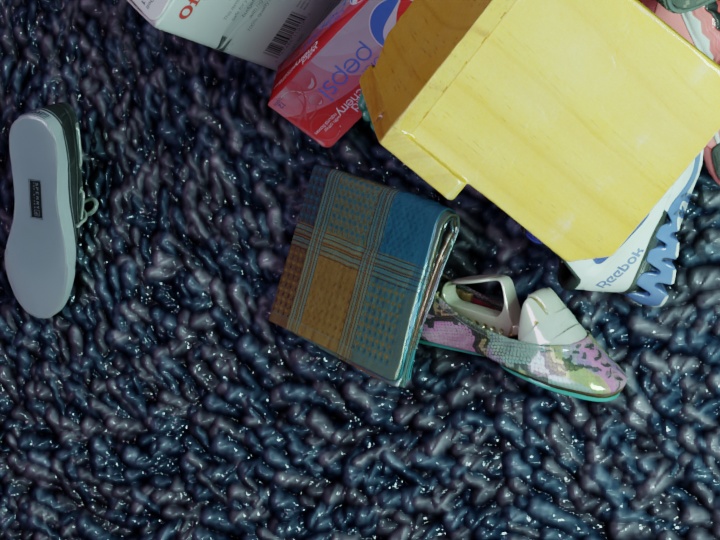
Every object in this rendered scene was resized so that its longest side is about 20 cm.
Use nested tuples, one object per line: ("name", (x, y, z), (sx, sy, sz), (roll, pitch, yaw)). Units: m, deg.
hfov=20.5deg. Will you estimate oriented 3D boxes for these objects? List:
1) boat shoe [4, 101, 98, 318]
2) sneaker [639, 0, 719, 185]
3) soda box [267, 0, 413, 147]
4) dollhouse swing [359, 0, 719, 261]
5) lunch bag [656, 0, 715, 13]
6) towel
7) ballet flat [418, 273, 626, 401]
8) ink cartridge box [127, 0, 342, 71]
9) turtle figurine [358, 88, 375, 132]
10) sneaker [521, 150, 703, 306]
("boat shoe", (-0.284, -0.057, 1.836), (0.073, 0.068, 0.200), (7, 112, 25))
("sneaker", (0.250, -0.141, 1.480), (0.087, 0.074, 0.201), (-29, 62, 42))
("soda box", (0.013, -0.192, 1.617), (0.200, 0.070, 0.064), (-43, 21, 30))
("dollhouse swing", (0.134, -0.138, 1.405), (0.200, 0.175, 0.182), (-52, 21, 16))
("lunch bag", (0.247, -0.301, 1.423), (0.199, 0.140, 0.168), (-29, 47, -6))
("towel", (0.000, 0.000, 1.622), (0.200, 0.022, 0.147), (23, 96, 54))
("ballet flat", (0.117, 0.042, 1.533), (0.199, 0.069, 0.072), (18, 113, 39))
("ink cartridge box", (-0.088, -0.256, 1.643), (0.084, 0.200, 0.146), (46, 109, 34))
("turtle figurine", (0.105, -0.141, 1.548), (0.199, 0.150, 0.101), (-13, 43, 38))
("sneaker", (0.175, -0.061, 1.435), (0.081, 0.114, 0.200), (-115, 26, -59))
